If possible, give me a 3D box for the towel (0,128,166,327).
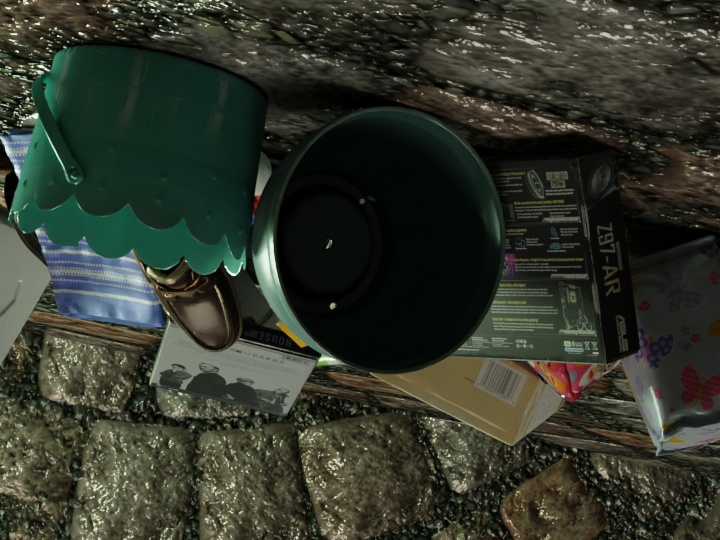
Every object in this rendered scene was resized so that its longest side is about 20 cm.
[{"bbox_3d":[-0.261,-0.038,1.789,0.144,0.202,0.024,7,-147,38],"label":"towel"}]

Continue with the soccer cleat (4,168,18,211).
[{"bbox_3d":[-0.273,-0.081,1.894,0.199,0.069,0.073,0,-174,43],"label":"soccer cleat"}]

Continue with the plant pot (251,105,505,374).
[{"bbox_3d":[-0.005,-0.023,1.488,0.199,0.203,0.134,15,173,-26],"label":"plant pot"}]

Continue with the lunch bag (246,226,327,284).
[{"bbox_3d":[-0.017,-0.012,1.911,0.198,0.083,0.161,11,171,6],"label":"lunch bag"}]

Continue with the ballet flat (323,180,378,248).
[{"bbox_3d":[-0.013,-0.045,1.640,0.056,0.067,0.201,31,138,1],"label":"ballet flat"}]

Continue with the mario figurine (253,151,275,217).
[{"bbox_3d":[-0.087,-0.082,1.683,0.198,0.107,0.124,4,138,-28],"label":"mario figurine"}]

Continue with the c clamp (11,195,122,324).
[{"bbox_3d":[-0.254,-0.032,1.830,0.199,0.027,0.171,38,137,10],"label":"c clamp"}]

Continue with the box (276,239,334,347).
[{"bbox_3d":[0.000,0.000,1.732,0.041,0.120,0.199,43,146,-19],"label":"box"}]

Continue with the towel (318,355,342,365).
[{"bbox_3d":[0.047,0.061,2.096,0.199,0.031,0.149,-8,-165,42],"label":"towel"}]

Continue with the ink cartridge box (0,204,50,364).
[{"bbox_3d":[-0.439,-0.021,1.962,0.199,0.146,0.144,30,179,27],"label":"ink cartridge box"}]

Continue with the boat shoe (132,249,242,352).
[{"bbox_3d":[-0.170,-0.004,1.713,0.071,0.202,0.072,-18,-159,13],"label":"boat shoe"}]

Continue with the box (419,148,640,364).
[{"bbox_3d":[0.125,-0.011,1.511,0.043,0.162,0.199,-15,-171,-40],"label":"box"}]

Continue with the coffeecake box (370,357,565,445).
[{"bbox_3d":[0.118,0.086,1.826,0.152,0.074,0.200,26,-166,15],"label":"coffeecake box"}]

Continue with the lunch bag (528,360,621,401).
[{"bbox_3d":[0.151,0.008,1.649,0.176,0.082,0.200,50,171,25],"label":"lunch bag"}]

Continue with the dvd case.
[{"bbox_3d":[-0.126,0.092,1.873,0.149,0.025,0.200,14,157,-7],"label":"dvd case"}]

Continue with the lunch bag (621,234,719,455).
[{"bbox_3d":[0.299,0.073,1.741,0.126,0.171,0.200,-16,166,1],"label":"lunch bag"}]

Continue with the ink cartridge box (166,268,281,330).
[{"bbox_3d":[-0.165,0.016,1.939,0.147,0.083,0.200,46,173,26],"label":"ink cartridge box"}]

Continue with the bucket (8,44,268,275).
[{"bbox_3d":[-0.171,-0.085,1.489,0.205,0.136,0.207,11,170,2],"label":"bucket"}]
